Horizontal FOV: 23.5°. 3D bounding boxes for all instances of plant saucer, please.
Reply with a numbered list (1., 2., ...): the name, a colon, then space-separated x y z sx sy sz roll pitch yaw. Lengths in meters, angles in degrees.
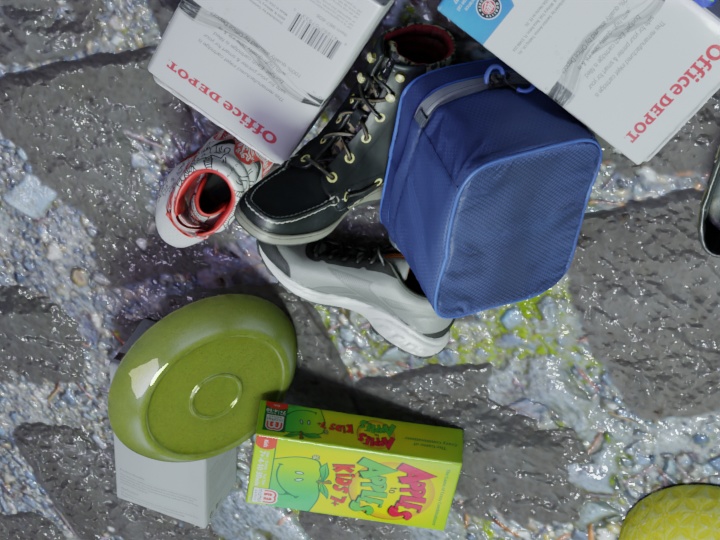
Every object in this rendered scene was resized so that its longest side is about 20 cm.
1. plant saucer: -0.143 0.112 1.656 0.031 0.199 0.200 49 149 43

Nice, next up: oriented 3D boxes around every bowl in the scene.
1. bowl: 0.324 0.309 1.609 0.199 0.108 0.201 15 132 18

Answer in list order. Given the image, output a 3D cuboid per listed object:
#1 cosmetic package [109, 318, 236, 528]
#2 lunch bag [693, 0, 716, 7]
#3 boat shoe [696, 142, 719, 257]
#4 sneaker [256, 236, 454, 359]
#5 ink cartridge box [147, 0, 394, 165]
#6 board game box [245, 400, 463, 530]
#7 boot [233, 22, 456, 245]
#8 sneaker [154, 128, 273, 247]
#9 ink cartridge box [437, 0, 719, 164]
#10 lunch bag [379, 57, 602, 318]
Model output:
1. cosmetic package: -0.191 0.159 1.784 0.113 0.081 0.200 18 131 14
2. lunch bag: 0.224 -0.300 1.164 0.200 0.127 0.170 46 133 1
3. boat shoe: 0.309 -0.092 1.331 0.068 0.057 0.200 22 133 11
4. sneaker: 0.000 0.000 1.568 0.200 0.074 0.079 26 124 -1
5. ink cartridge box: -0.068 -0.207 1.421 0.144 0.084 0.200 36 133 -1
6. board game box: -0.007 0.191 1.691 0.199 0.048 0.102 9 131 -2
7. boot: -0.010 -0.113 1.397 0.073 0.203 0.154 41 133 21
8. sneaker: -0.150 -0.061 1.566 0.067 0.108 0.201 42 134 -8
9. ink cartridge box: 0.183 -0.199 1.294 0.200 0.084 0.145 37 133 -3
10. lunch bag: 0.096 -0.079 1.384 0.132 0.135 0.200 57 148 38
